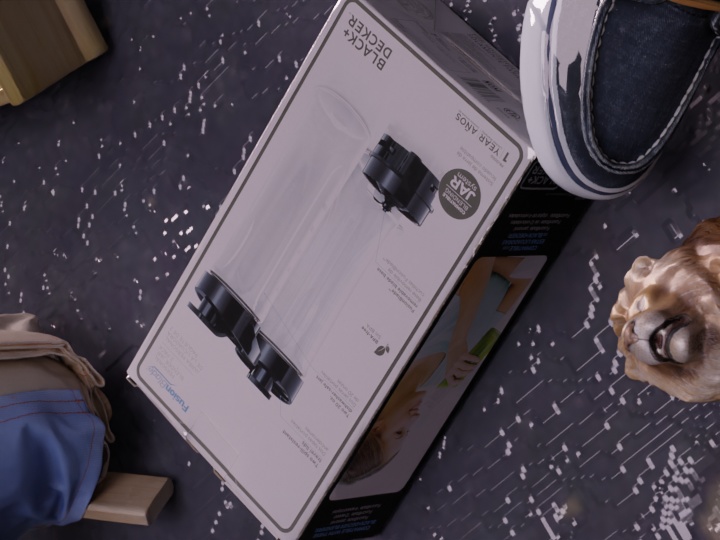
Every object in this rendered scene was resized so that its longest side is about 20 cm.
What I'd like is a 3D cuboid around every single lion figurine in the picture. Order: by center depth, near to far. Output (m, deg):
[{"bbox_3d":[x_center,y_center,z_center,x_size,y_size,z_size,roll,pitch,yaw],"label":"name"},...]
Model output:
[{"bbox_3d":[0.163,-0.044,0.893,0.122,0.072,0.200,16,86,48],"label":"lion figurine"}]

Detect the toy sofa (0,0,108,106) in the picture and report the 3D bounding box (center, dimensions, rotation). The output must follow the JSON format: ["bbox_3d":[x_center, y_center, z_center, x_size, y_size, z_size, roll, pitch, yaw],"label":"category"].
[{"bbox_3d":[-0.212,-0.106,1.176,0.200,0.098,0.083,-17,105,37],"label":"toy sofa"}]

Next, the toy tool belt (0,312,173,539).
[{"bbox_3d":[-0.188,0.100,1.081,0.123,0.200,0.125,39,134,30],"label":"toy tool belt"}]

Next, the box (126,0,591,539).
[{"bbox_3d":[0.000,0.000,1.015,0.117,0.060,0.200,43,115,29],"label":"box"}]

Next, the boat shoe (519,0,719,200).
[{"bbox_3d":[0.119,-0.118,0.894,0.091,0.071,0.201,24,101,59],"label":"boat shoe"}]
